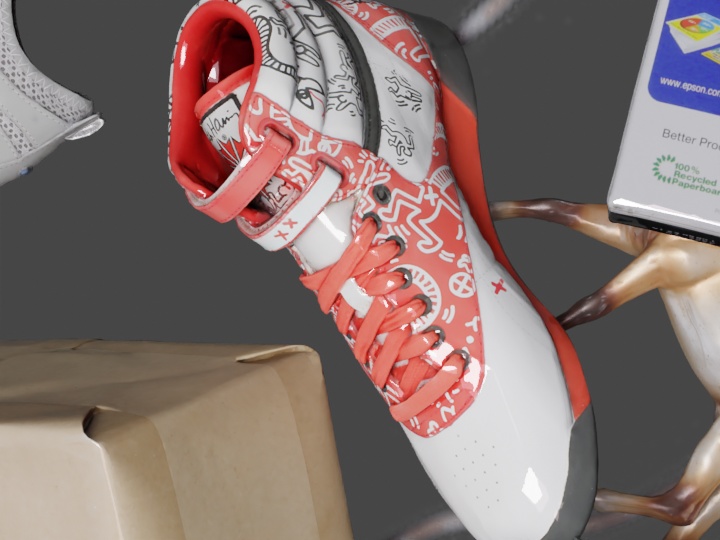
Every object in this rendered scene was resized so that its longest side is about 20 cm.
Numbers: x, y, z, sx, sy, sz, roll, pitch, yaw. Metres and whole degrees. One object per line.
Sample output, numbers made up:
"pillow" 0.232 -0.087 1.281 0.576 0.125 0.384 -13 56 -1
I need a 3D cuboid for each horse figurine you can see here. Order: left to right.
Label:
"horse figurine" 0.112 0.032 0.929 0.132 0.050 0.200 -18 87 -3

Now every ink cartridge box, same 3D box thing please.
"ink cartridge box" 0.148 -0.102 0.898 0.094 0.037 0.201 14 85 7

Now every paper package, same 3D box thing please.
"paper package" -0.092 0.130 0.924 0.190 0.103 0.201 -1 103 43

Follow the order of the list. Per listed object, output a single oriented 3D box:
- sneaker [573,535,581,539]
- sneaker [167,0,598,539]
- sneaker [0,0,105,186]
"sneaker" 0.068 0.177 0.862 0.060 0.104 0.200 -12 94 -5
"sneaker" -0.001 0.000 0.879 0.067 0.108 0.202 -39 56 39
"sneaker" -0.150 -0.121 0.952 0.082 0.075 0.200 -22 102 -2
